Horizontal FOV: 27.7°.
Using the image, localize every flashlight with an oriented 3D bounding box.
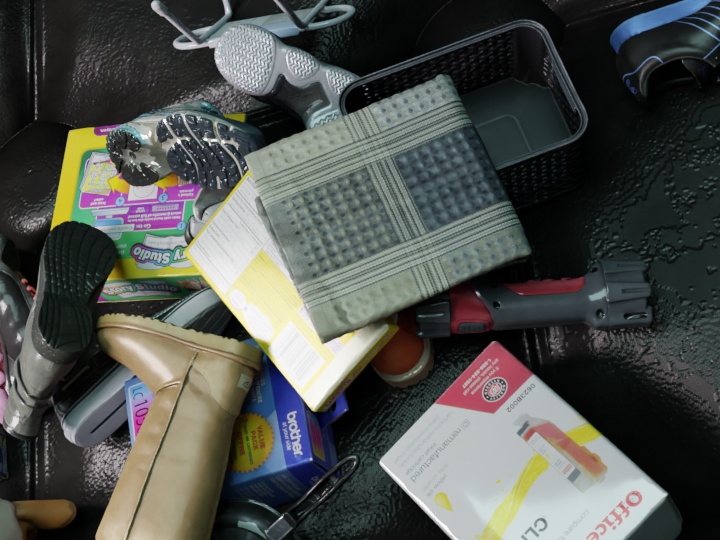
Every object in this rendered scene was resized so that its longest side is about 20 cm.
[{"bbox_3d":[0.143,0.018,1.245,0.199,0.068,0.068,-5,107,0],"label":"flashlight"}]

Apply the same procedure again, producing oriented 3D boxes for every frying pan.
[{"bbox_3d":[-0.069,0.240,1.239,0.189,0.031,0.115,-21,89,18],"label":"frying pan"}]

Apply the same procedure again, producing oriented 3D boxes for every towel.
[{"bbox_3d":[0.020,-0.052,1.228,0.199,0.035,0.193,-21,67,-4],"label":"towel"}]

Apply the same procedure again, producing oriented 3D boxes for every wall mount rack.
[{"bbox_3d":[-0.113,-0.263,1.455,0.199,0.075,0.174,-6,23,19],"label":"wall mount rack"}]

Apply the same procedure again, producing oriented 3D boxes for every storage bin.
[{"bbox_3d":[0.093,-0.121,1.312,0.199,0.094,0.136,-20,64,-2],"label":"storage bin"}]

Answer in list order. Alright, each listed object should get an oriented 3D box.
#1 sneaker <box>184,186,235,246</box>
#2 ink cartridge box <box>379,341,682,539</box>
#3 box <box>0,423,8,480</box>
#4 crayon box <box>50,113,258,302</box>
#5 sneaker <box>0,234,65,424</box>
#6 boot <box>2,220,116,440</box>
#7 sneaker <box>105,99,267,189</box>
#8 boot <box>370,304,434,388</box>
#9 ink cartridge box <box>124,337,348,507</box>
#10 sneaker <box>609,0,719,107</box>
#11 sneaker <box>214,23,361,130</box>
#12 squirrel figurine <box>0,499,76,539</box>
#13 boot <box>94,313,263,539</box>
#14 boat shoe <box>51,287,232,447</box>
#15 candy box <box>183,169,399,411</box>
[{"bbox_3d":[-0.100,-0.018,1.335,0.115,0.075,0.201,-12,58,-4],"label":"sneaker"},{"bbox_3d":[0.138,0.179,1.181,0.145,0.083,0.200,-45,58,-4],"label":"ink cartridge box"},{"bbox_3d":[-0.397,0.114,1.436,0.070,0.064,0.201,-19,61,13],"label":"box"},{"bbox_3d":[-0.202,-0.060,1.444,0.199,0.058,0.173,-3,66,19],"label":"crayon box"},{"bbox_3d":[-0.326,0.052,1.438,0.095,0.079,0.201,-16,69,7],"label":"sneaker"},{"bbox_3d":[-0.288,0.052,1.350,0.131,0.068,0.200,-56,18,33],"label":"boot"},{"bbox_3d":[-0.151,-0.129,1.353,0.200,0.078,0.086,6,38,44],"label":"sneaker"},{"bbox_3d":[0.000,0.000,1.309,0.075,0.107,0.200,-31,57,7],"label":"boot"},{"bbox_3d":[-0.101,0.139,1.301,0.199,0.076,0.137,-19,61,11],"label":"ink cartridge box"},{"bbox_3d":[0.326,-0.213,1.307,0.199,0.070,0.078,-24,63,17],"label":"sneaker"},{"bbox_3d":[-0.047,-0.175,1.428,0.200,0.114,0.076,32,97,-4],"label":"sneaker"},{"bbox_3d":[-0.368,0.303,1.314,0.199,0.141,0.187,-12,72,32],"label":"squirrel figurine"},{"bbox_3d":[-0.185,0.144,1.250,0.175,0.066,0.201,9,72,29],"label":"boot"},{"bbox_3d":[-0.211,0.076,1.370,0.200,0.072,0.071,-40,61,-5],"label":"boat shoe"},{"bbox_3d":[-0.063,0.015,1.258,0.102,0.026,0.200,-48,65,14],"label":"candy box"}]
